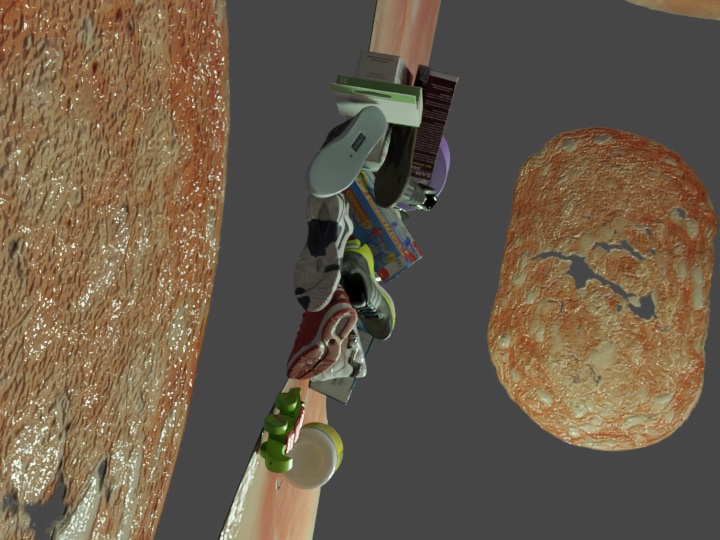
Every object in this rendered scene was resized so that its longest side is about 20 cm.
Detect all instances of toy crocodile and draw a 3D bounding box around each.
[{"bbox_3d":[-0.123,0.259,1.531,0.200,0.061,0.069,-67,168,-67],"label":"toy crocodile"}]

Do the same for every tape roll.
[{"bbox_3d":[0.095,-0.235,2.017,0.066,0.196,0.203,-69,170,-58],"label":"tape roll"}]

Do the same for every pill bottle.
[{"bbox_3d":[-0.091,0.355,1.798,0.200,0.110,0.115,40,63,-84],"label":"pill bottle"}]

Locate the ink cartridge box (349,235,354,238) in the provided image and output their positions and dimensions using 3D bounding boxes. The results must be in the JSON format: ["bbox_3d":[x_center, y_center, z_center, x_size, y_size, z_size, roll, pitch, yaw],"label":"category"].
[{"bbox_3d":[-0.015,0.011,2.008,0.202,0.082,0.178,-73,173,-47],"label":"ink cartridge box"}]

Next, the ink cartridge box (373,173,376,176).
[{"bbox_3d":[-0.020,-0.168,1.889,0.199,0.056,0.166,24,78,-64],"label":"ink cartridge box"}]

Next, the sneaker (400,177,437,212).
[{"bbox_3d":[0.100,-0.161,1.911,0.200,0.114,0.076,-99,-147,-76],"label":"sneaker"}]

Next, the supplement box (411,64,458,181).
[{"bbox_3d":[0.124,-0.286,1.784,0.109,0.060,0.204,-119,-139,-71],"label":"supplement box"}]

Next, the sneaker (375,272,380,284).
[{"bbox_3d":[0.000,0.000,1.828,0.199,0.086,0.075,180,-97,-68],"label":"sneaker"}]

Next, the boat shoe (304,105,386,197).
[{"bbox_3d":[-0.037,-0.177,1.470,0.090,0.071,0.201,-21,-156,54],"label":"boat shoe"}]

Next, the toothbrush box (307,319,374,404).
[{"bbox_3d":[-0.037,0.161,1.841,0.200,0.084,0.149,-109,-137,-84],"label":"toothbrush box"}]

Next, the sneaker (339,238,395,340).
[{"bbox_3d":[0.003,0.048,1.595,0.082,0.073,0.202,-72,143,-51],"label":"sneaker"}]

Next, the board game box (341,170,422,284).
[{"bbox_3d":[0.029,-0.086,1.709,0.202,0.055,0.196,58,13,0],"label":"board game box"}]

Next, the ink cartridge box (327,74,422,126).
[{"bbox_3d":[0.027,-0.285,1.495,0.200,0.143,0.049,56,44,-82],"label":"ink cartridge box"}]

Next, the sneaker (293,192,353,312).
[{"bbox_3d":[-0.053,-0.038,1.523,0.129,0.078,0.203,-22,114,-73],"label":"sneaker"}]

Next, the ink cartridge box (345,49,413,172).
[{"bbox_3d":[0.032,-0.296,1.762,0.144,0.082,0.204,14,88,-76],"label":"ink cartridge box"}]

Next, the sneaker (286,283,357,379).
[{"bbox_3d":[-0.075,0.091,1.582,0.200,0.077,0.117,-50,-136,34],"label":"sneaker"}]

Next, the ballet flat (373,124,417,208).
[{"bbox_3d":[0.069,-0.203,1.696,0.046,0.066,0.204,51,46,-63],"label":"ballet flat"}]

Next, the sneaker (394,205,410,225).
[{"bbox_3d":[0.038,-0.100,1.914,0.199,0.073,0.090,16,85,-59],"label":"sneaker"}]

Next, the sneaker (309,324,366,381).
[{"bbox_3d":[-0.057,0.129,1.655,0.076,0.113,0.202,-105,-178,-46],"label":"sneaker"}]
